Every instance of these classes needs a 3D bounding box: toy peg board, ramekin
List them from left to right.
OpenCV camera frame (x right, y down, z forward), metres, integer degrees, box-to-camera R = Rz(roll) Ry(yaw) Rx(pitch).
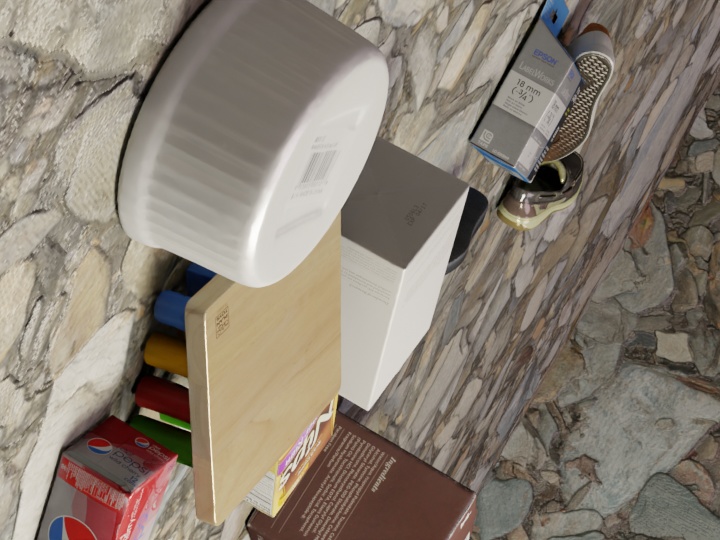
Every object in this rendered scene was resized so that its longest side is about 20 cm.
[{"bbox_3d":[-0.104,0.052,1.322,0.200,0.097,0.200,-46,144,-48],"label":"toy peg board"},{"bbox_3d":[-0.064,-0.086,1.127,0.201,0.097,0.201,-55,165,-22],"label":"ramekin"}]

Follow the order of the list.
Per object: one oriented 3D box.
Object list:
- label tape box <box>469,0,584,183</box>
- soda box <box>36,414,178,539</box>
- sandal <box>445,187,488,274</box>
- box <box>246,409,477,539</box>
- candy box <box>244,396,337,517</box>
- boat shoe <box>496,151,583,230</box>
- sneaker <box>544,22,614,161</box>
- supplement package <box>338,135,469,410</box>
[{"bbox_3d":[0.206,-0.207,1.927,0.201,0.063,0.144,-61,167,3],"label":"label tape box"},{"bbox_3d":[-0.204,0.212,1.288,0.070,0.063,0.201,-39,154,-57],"label":"soda box"},{"bbox_3d":[0.086,-0.032,1.813,0.200,0.076,0.043,-41,155,-55],"label":"sandal"},{"bbox_3d":[0.004,0.285,1.894,0.164,0.200,0.166,-56,165,-18],"label":"box"},{"bbox_3d":[-0.070,0.139,1.644,0.117,0.056,0.200,-53,166,-32],"label":"candy box"},{"bbox_3d":[0.248,-0.118,2.239,0.201,0.072,0.066,-38,159,-48],"label":"boat shoe"},{"bbox_3d":[0.259,-0.218,2.084,0.200,0.073,0.085,121,-15,-45],"label":"sneaker"},{"bbox_3d":[0.000,0.000,1.479,0.121,0.119,0.200,-51,163,-39],"label":"supplement package"}]
